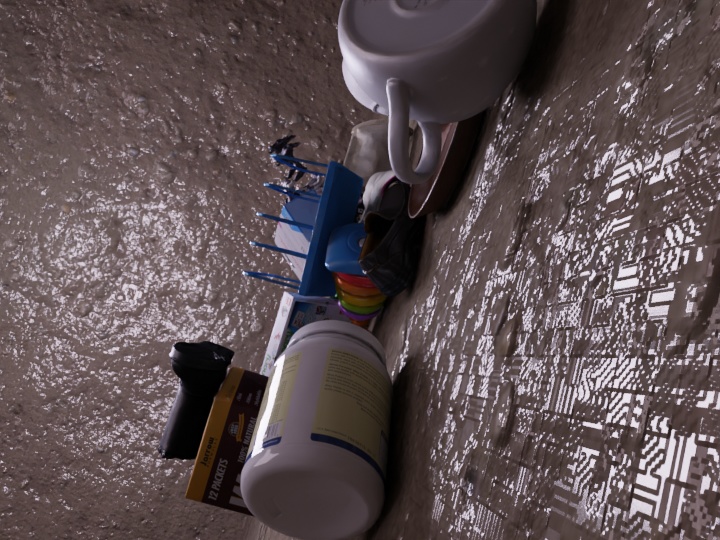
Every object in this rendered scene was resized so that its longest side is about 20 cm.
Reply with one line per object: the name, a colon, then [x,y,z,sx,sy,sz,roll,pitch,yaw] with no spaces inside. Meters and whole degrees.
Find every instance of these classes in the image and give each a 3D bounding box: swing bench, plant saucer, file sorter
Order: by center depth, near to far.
plant saucer: [0.109,-0.157,0.799,0.200,0.034,0.202,-162,90,-85]
file sorter: [-0.091,-0.071,1.013,0.139,0.122,0.202,9,-84,-74]
swing bench: [0.008,-0.177,1.298,0.200,0.129,0.200,114,172,-50]

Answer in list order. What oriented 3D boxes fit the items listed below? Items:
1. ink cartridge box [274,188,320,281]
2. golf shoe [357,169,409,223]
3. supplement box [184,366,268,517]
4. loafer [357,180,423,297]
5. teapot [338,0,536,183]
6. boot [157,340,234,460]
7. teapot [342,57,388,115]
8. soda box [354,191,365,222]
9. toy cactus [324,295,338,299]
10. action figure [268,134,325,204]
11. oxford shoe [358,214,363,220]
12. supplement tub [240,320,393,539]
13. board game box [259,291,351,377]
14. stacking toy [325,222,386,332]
ink cartridge box: [-0.096,-0.056,1.189,0.068,0.116,0.200,-33,-6,-19]
golf shoe: [0.035,-0.075,1.056,0.091,0.075,0.202,168,114,-66]
supplement box: [-0.116,0.244,0.899,0.197,0.199,0.134,-147,75,-84]
loafer: [0.039,-0.061,0.880,0.073,0.072,0.201,-33,34,32]
teapot: [0.082,-0.214,0.624,0.146,0.199,0.198,51,-169,-54]
boot: [-0.240,0.185,0.901,0.198,0.073,0.164,94,-164,-85]
teapot: [0.066,-0.368,1.239,0.197,0.199,0.147,-22,84,43]
soda box: [-0.015,-0.061,1.232,0.201,0.070,0.064,92,-171,-49]
toy cactus: [-0.074,0.075,1.211,0.165,0.102,0.200,-46,-8,15]
action figure: [-0.113,-0.165,1.290,0.119,0.101,0.201,43,153,58]
oxford shoe: [0.000,0.000,1.127,0.071,0.073,0.201,144,143,-79]
supplement tub: [-0.039,0.166,0.693,0.201,0.144,0.146,-80,10,-52]
board game box: [-0.092,0.140,1.036,0.035,0.126,0.201,27,102,50]
stacking toy: [0.003,0.037,0.992,0.110,0.115,0.201,-82,-2,-52]
